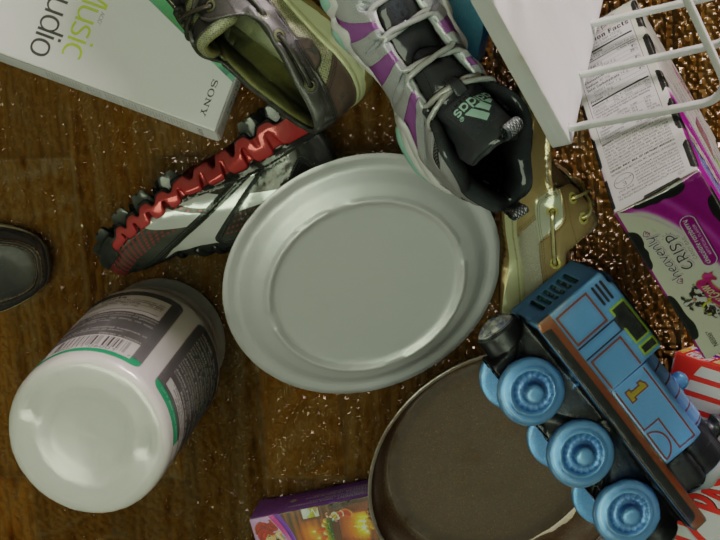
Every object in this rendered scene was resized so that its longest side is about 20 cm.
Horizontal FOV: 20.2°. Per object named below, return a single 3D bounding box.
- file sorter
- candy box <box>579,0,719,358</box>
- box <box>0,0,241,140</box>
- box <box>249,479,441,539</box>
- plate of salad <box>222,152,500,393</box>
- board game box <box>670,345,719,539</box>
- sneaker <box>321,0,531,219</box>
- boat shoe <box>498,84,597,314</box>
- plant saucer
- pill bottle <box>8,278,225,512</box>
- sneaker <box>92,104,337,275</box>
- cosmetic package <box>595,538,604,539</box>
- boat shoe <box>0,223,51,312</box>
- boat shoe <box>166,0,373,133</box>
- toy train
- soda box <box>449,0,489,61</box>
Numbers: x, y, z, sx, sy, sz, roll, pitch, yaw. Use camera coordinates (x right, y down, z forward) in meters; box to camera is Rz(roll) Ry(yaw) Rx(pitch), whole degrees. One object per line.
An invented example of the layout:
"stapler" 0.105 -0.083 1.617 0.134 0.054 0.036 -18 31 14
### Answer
"file sorter" 0.161 -0.202 1.223 0.124 0.201 0.139 -8 136 29
"candy box" 0.194 -0.061 1.276 0.061 0.200 0.137 -26 125 15
"box" -0.164 -0.190 1.381 0.199 0.036 0.145 20 84 2
"box" 0.010 0.256 1.514 0.136 0.039 0.201 -13 104 14
"plate of salad" 0.000 0.000 1.415 0.199 0.048 0.201 -7 124 -10
"board game box" 0.296 0.153 1.385 0.199 0.046 0.152 16 101 24
"sneaker" 0.056 -0.117 1.247 0.078 0.140 0.200 -37 122 -6
"boat shoe" 0.130 -0.036 1.388 0.066 0.074 0.201 2 117 6
"plant saucer" 0.099 0.137 1.433 0.199 0.032 0.201 -7 119 -12
"pill bottle" -0.161 0.079 1.406 0.113 0.200 0.114 3 107 10
"sneaker" -0.096 -0.040 1.424 0.200 0.071 0.098 -32 97 17
"cosmetic package" 0.172 0.266 1.402 0.050 0.200 0.083 9 109 8
"boat shoe" -0.326 0.013 1.480 0.199 0.073 0.075 -9 107 8
"boat shoe" -0.084 -0.167 1.316 0.201 0.066 0.072 39 141 1
"toy train" 0.165 0.094 1.346 0.114 0.087 0.200 -39 101 -2
"soda box" 0.064 -0.237 1.337 0.068 0.064 0.201 12 108 7
